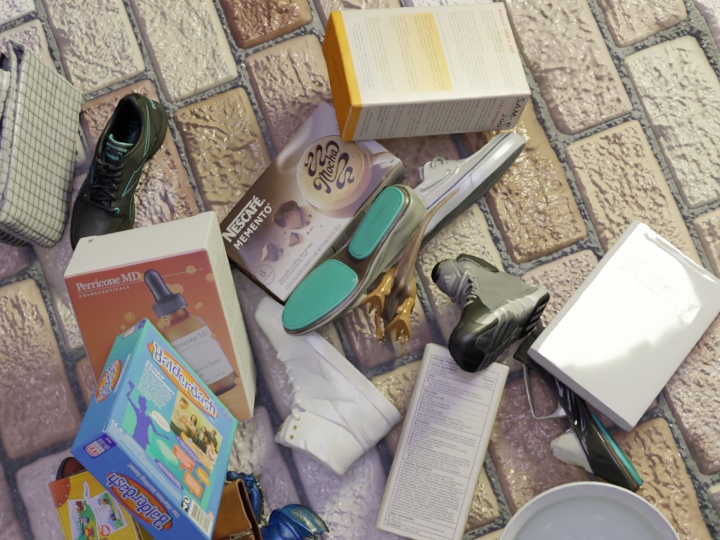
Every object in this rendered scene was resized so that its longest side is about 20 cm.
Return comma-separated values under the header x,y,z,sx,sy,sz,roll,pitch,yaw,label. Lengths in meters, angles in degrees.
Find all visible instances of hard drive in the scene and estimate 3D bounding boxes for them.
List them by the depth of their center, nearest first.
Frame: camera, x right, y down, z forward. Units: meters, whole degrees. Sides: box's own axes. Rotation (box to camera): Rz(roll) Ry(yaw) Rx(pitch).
x,y,z,sx,sy,sz,roll,pitch,yaw,label
0.286,0.055,1.412,0.132,0.025,0.200,38,67,10,hard drive

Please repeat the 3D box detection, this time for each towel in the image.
x,y,z,sx,sy,sz,roll,pitch,yaw,label
-0.383,-0.134,1.467,0.085,0.166,0.201,2,80,11,towel

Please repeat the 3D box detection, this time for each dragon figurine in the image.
x,y,z,sx,sy,sz,roll,pitch,yaw,label
-0.072,0.282,1.413,0.200,0.059,0.100,24,92,17,dragon figurine

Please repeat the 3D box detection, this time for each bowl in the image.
x,y,z,sx,sy,sz,roll,pitch,yaw,label
0.231,0.317,1.369,0.200,0.090,0.202,-1,81,5,bowl

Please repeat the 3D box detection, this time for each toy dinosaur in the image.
x,y,z,sx,sy,sz,roll,pitch,yaw,label
0.041,0.011,1.401,0.060,0.106,0.200,20,122,3,toy dinosaur

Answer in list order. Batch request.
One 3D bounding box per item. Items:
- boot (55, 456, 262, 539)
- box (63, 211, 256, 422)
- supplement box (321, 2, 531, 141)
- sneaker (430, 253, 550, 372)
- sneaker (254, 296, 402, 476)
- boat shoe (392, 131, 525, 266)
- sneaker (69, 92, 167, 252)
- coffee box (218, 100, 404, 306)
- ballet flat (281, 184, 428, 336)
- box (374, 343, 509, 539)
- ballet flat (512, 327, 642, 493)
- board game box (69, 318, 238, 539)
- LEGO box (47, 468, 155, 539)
x,y,z,sx,sy,sz,roll,pitch,yaw,label
-0.211,0.258,1.397,0.200,0.068,0.189,-23,79,22,boot
-0.204,0.060,1.400,0.152,0.106,0.200,-12,113,4,box
0.069,-0.215,1.445,0.199,0.074,0.126,-5,63,-13,supplement box
0.109,0.037,1.393,0.115,0.200,0.075,34,114,19,sneaker
-0.065,0.129,1.437,0.200,0.074,0.116,43,83,9,sneaker
0.089,-0.092,1.462,0.200,0.074,0.067,-42,80,-3,boat shoe
-0.281,-0.107,1.496,0.075,0.079,0.200,18,83,8,sneaker
-0.058,-0.068,1.467,0.113,0.080,0.200,40,85,10,coffee box
0.000,0.000,1.412,0.200,0.064,0.067,-50,48,-1,ballet flat
0.087,0.186,1.410,0.095,0.078,0.200,17,82,7,box
0.223,0.156,1.416,0.068,0.068,0.200,-30,68,9,ballet flat
-0.190,0.157,1.275,0.045,0.200,0.152,-32,111,18,board game box
-0.208,0.278,1.301,0.077,0.149,0.200,-19,87,15,LEGO box
